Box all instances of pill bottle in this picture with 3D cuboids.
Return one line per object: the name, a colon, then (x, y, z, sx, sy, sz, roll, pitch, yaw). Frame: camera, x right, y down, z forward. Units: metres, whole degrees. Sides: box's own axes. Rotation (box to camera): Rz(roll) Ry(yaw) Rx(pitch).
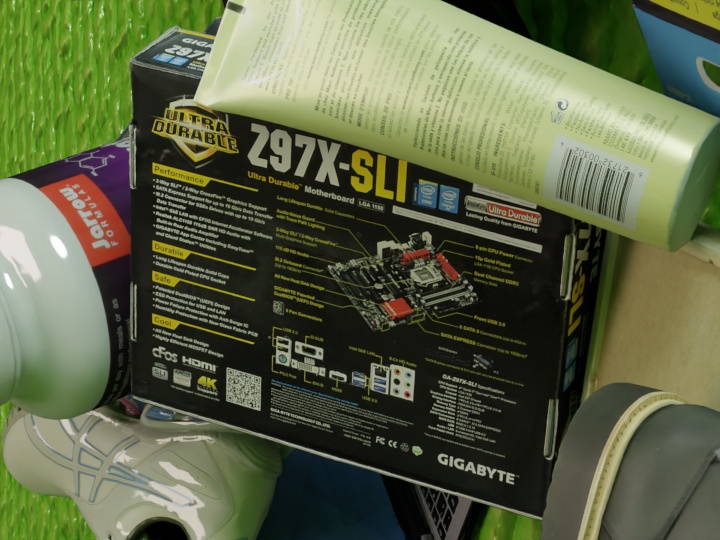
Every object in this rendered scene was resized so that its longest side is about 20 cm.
pill bottle: (-0.110, -0.002, 1.064, 0.112, 0.199, 0.113, 28, 129, 42)

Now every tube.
tube: (0.035, -0.066, 0.844, 0.058, 0.199, 0.052, -56, -22, -32)

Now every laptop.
laptop: (-0.022, 0.062, 1.107, 0.188, 0.115, 0.201, -113, 33, -49)

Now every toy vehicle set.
toy vehicle set: (0.116, 0.085, 0.857, 0.124, 0.026, 0.202, -145, 61, -66)

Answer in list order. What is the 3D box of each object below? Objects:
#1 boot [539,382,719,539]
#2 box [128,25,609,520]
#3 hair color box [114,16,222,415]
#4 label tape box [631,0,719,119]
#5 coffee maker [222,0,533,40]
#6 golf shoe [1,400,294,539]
boot: (0.117, 0.149, 0.750, 0.138, 0.077, 0.202, 13, 102, 47)
box: (0.000, 0.000, 0.939, 0.049, 0.198, 0.161, -42, -39, -55)
hair color box: (-0.100, -0.026, 1.215, 0.201, 0.100, 0.060, -55, 8, -26)
label tape box: (0.133, -0.143, 0.774, 0.143, 0.066, 0.201, 41, 154, 65)
coffee maker: (-0.018, -0.146, 1.028, 0.135, 0.191, 0.201, -51, 39, 31)
golf shoe: (-0.118, 0.109, 1.121, 0.199, 0.078, 0.098, -10, 63, 49)
